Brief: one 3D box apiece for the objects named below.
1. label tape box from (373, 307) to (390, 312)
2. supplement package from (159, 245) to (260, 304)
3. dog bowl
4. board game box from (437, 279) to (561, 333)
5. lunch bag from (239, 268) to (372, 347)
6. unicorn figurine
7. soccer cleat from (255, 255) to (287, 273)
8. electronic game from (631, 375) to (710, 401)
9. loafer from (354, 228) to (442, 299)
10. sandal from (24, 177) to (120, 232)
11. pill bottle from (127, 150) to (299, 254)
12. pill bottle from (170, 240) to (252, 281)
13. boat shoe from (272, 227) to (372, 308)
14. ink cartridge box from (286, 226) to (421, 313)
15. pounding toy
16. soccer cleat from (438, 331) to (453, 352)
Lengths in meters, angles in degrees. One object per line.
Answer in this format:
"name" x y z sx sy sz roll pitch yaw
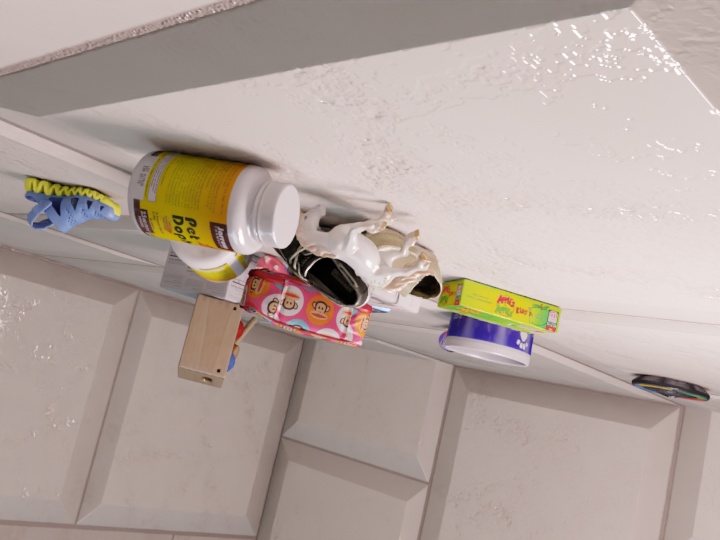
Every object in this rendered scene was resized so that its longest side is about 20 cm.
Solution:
"label tape box" -0.010 0.039 1.635 0.142 0.064 0.199 17 171 -22
"supplement package" -0.311 0.014 1.789 0.198 0.113 0.155 9 170 32
"dog bowl" 0.297 0.160 1.859 0.197 0.080 0.200 14 171 2
"board game box" 0.251 0.067 1.465 0.197 0.048 0.101 16 170 -16
"lunch bag" -0.090 0.059 1.273 0.197 0.083 0.176 19 174 -14
"unicorn figurine" -0.001 -0.035 1.056 0.136 0.074 0.201 -26 113 33
"soccer cleat" -0.138 0.046 1.666 0.200 0.067 0.076 45 -175 16
"electronic game" 0.823 0.317 2.147 0.197 0.042 0.200 13 170 2
"loafer" 0.059 -0.005 1.176 0.198 0.076 0.069 13 -145 -46
"sandal" -0.521 -0.106 1.452 0.197 0.088 0.079 9 168 18
"pill bottle" -0.179 -0.082 1.002 0.197 0.111 0.109 11 171 18
"pill bottle" -0.226 -0.044 1.257 0.108 0.111 0.200 13 171 1
"boat shoe" -0.068 -0.019 1.169 0.199 0.071 0.064 37 -164 12
"ink cartridge box" 0.000 0.000 1.309 0.144 0.085 0.199 9 169 34
"pounding toy" -0.306 0.153 1.762 0.140 0.187 0.200 15 161 -8
"soccer cleat" 0.252 0.172 2.095 0.073 0.069 0.199 42 165 -19
